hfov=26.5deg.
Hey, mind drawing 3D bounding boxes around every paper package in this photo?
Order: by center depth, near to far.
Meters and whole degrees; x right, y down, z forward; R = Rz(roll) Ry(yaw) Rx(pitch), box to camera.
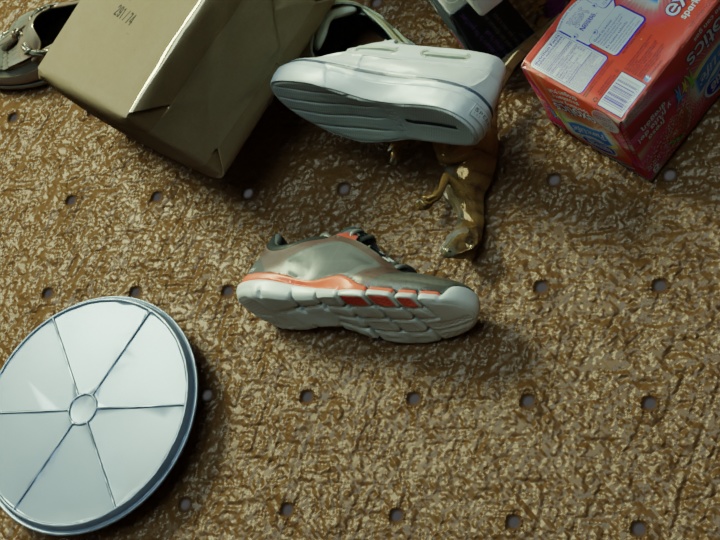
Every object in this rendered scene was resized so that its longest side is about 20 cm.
[{"bbox_3d":[-0.147,-0.196,1.251,0.191,0.103,0.200,-58,37,-2],"label":"paper package"}]

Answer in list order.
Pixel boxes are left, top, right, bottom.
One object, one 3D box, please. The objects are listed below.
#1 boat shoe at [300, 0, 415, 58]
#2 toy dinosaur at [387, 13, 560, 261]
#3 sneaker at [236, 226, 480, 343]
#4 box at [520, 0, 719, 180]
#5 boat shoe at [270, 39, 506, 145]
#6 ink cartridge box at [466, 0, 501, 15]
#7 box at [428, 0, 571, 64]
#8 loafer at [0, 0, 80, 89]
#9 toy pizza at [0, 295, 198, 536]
[{"bbox_3d":[-0.015,-0.192,1.250,0.200,0.068,0.075,29,80,33],"label":"boat shoe"},{"bbox_3d":[0.084,-0.103,1.177,0.106,0.060,0.201,12,81,16],"label":"toy dinosaur"},{"bbox_3d":[0.000,0.000,1.148,0.199,0.077,0.082,6,62,26],"label":"sneaker"},{"bbox_3d":[0.224,-0.182,1.117,0.100,0.095,0.200,35,83,33],"label":"box"},{"bbox_3d":[0.024,-0.138,1.148,0.200,0.074,0.067,16,65,35],"label":"boat shoe"},{"bbox_3d":[0.116,-0.309,1.108,0.200,0.084,0.145,-38,57,3],"label":"ink cartridge box"},{"bbox_3d":[0.139,-0.265,1.191,0.200,0.106,0.122,-34,57,5],"label":"box"},{"bbox_3d":[-0.269,-0.220,1.385,0.199,0.063,0.072,-12,61,19],"label":"loafer"},{"bbox_3d":[-0.213,0.115,1.214,0.200,0.032,0.201,-11,61,20],"label":"toy pizza"}]
